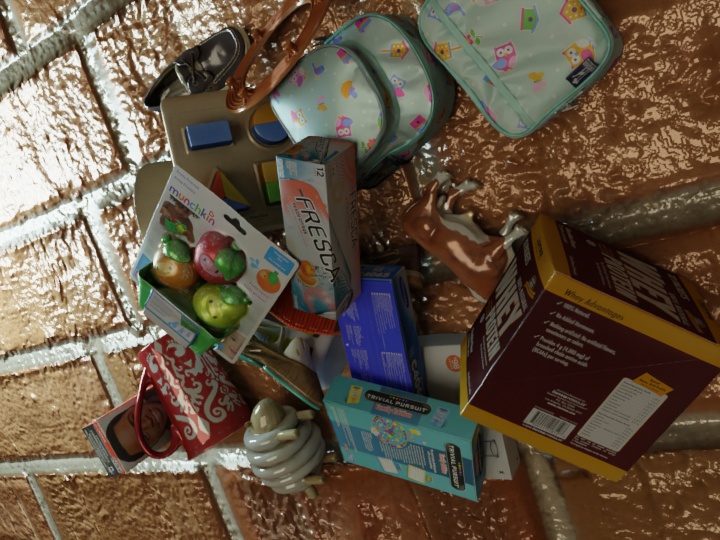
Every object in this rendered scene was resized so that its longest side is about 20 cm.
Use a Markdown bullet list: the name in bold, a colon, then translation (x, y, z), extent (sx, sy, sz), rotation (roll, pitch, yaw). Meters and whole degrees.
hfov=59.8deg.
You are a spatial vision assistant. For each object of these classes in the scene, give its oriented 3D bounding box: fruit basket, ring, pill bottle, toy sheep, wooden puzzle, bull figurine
- **fruit basket**: translation (-0.190, 0.004, 0.758), extent (0.185, 0.094, 0.200), rotation (39, 131, 1)
- **ring**: translation (-0.107, -0.280, 0.769), extent (0.200, 0.201, 0.019), rotation (-30, 130, 35)
- **pill bottle**: translation (-0.120, 0.098, 0.951), extent (0.199, 0.109, 0.110), rotation (18, 116, 24)
- **toy sheep**: translation (-0.116, 0.293, 1.012), extent (0.137, 0.138, 0.201), rotation (-14, 107, 33)
- **wooden puzzle**: translation (-0.152, -0.149, 0.827), extent (0.046, 0.184, 0.202), rotation (160, 96, -73)
- **bull figurine**: translation (0.142, -0.033, 0.777), extent (0.200, 0.065, 0.122), rotation (37, 118, 11)

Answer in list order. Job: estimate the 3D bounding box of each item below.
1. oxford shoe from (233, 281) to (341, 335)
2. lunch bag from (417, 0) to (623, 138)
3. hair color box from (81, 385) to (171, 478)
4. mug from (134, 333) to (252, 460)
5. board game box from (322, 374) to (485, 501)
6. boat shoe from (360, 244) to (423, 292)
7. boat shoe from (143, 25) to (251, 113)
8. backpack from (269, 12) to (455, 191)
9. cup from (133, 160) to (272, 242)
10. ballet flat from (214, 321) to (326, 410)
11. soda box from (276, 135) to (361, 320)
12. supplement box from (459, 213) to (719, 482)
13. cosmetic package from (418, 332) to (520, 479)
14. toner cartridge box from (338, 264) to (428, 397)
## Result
- **oxford shoe**: translation (-0.112, 0.041, 0.874), extent (0.199, 0.072, 0.073), rotation (23, 163, -1)
- **lunch bag**: translation (0.166, -0.249, 0.673), extent (0.160, 0.077, 0.200), rotation (-41, 85, 34)
- **hair color box**: translation (-0.369, 0.262, 1.101), extent (0.061, 0.200, 0.102), rotation (-27, 94, 38)
- **mug**: translation (-0.297, 0.209, 1.062), extent (0.133, 0.177, 0.201), rotation (-34, 85, 37)
- **board game box**: translation (0.061, 0.222, 0.830), extent (0.199, 0.047, 0.152), rotation (10, 137, 23)
- **boat shoe**: translation (0.000, 0.000, 0.879), extent (0.199, 0.072, 0.073), rotation (-10, 74, 40)
- **boat shoe**: translation (-0.239, -0.282, 0.906), extent (0.199, 0.065, 0.072), rotation (-23, 94, 34)
- **backpack**: translation (0.005, -0.202, 0.745), extent (0.199, 0.153, 0.177), rotation (-33, 87, 26)
- **cup**: translation (-0.212, -0.078, 0.909), extent (0.142, 0.200, 0.202), rotation (-15, 101, 8)
- **ballet flat**: translation (-0.116, 0.114, 0.861), extent (0.199, 0.068, 0.073), rotation (26, 77, 27)
- **soda box**: translation (-0.043, -0.046, 0.716), extent (0.063, 0.068, 0.201), rotation (14, 126, 25)
- **supplement box**: translation (0.239, 0.084, 0.685), extent (0.196, 0.133, 0.201), rotation (23, 120, -4)
- **cosmetic package**: translation (0.128, 0.189, 0.876), extent (0.150, 0.052, 0.201), rotation (-8, 103, 30)
- **toner cartridge box**: translation (0.026, 0.091, 0.827), extent (0.094, 0.043, 0.201), rotation (2, 116, 29)
